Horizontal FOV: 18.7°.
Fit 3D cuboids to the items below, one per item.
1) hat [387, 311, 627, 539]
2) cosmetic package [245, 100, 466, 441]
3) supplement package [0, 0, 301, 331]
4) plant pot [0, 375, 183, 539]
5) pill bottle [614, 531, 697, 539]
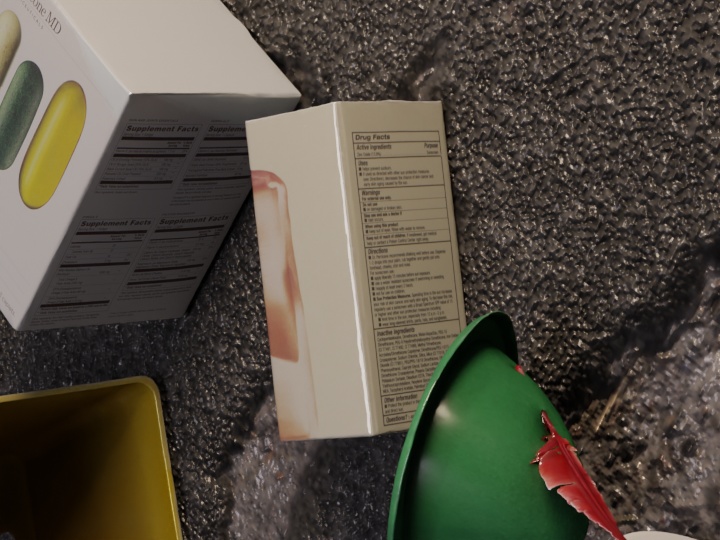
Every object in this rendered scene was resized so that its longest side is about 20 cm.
[{"bbox_3d":[0.124,0.131,1.214,0.175,0.200,0.166,14,130,22],"label":"hat"},{"bbox_3d":[0.000,0.000,1.345,0.087,0.103,0.201,-7,87,44],"label":"cosmetic package"},{"bbox_3d":[-0.173,-0.087,1.474,0.152,0.150,0.200,50,125,30],"label":"supplement package"},{"bbox_3d":[-0.256,0.195,1.567,0.176,0.199,0.201,-17,82,56],"label":"plant pot"},{"bbox_3d":[0.152,0.255,1.208,0.112,0.112,0.201,38,119,36],"label":"pill bottle"}]
